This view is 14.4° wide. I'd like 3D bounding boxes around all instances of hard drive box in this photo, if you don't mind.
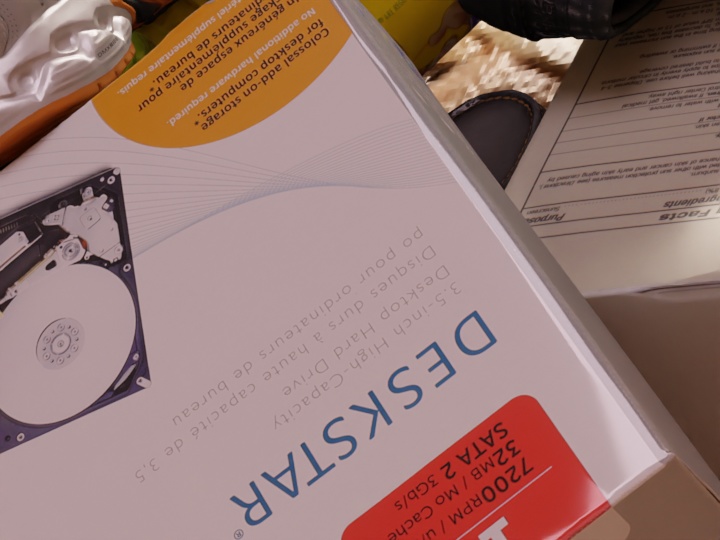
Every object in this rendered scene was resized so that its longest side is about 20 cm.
[{"bbox_3d":[-0.016,0.038,0.729,0.156,0.077,0.200,-39,53,5],"label":"hard drive box"}]

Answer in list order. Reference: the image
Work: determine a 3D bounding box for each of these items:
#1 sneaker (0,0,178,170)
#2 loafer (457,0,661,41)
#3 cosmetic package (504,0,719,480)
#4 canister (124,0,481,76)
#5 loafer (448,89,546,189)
[{"bbox_3d":[-0.099,-0.101,0.837,0.076,0.092,0.200,-35,12,22],"label":"sneaker"},{"bbox_3d":[0.110,-0.132,0.870,0.070,0.068,0.201,28,55,33],"label":"loafer"},{"bbox_3d":[0.110,-0.027,0.836,0.105,0.071,0.200,-5,36,31],"label":"cosmetic package"},{"bbox_3d":[0.009,-0.117,0.971,0.200,0.087,0.149,-44,13,-11],"label":"canister"},{"bbox_3d":[0.000,0.000,0.873,0.073,0.072,0.200,2,40,39],"label":"loafer"}]
